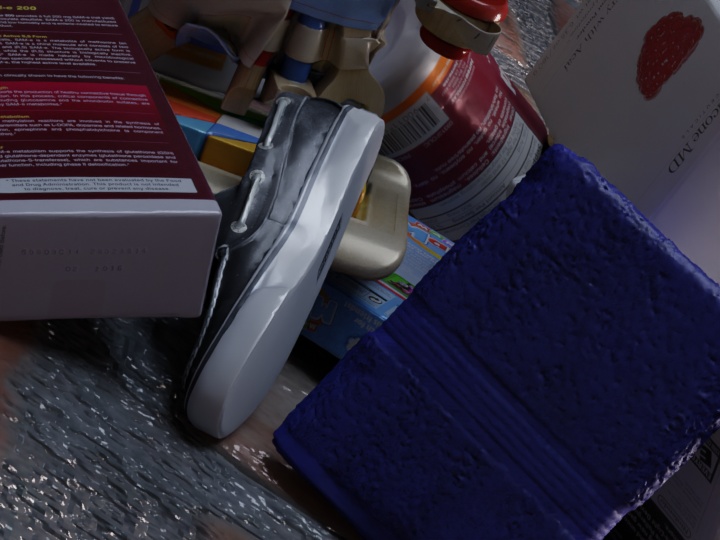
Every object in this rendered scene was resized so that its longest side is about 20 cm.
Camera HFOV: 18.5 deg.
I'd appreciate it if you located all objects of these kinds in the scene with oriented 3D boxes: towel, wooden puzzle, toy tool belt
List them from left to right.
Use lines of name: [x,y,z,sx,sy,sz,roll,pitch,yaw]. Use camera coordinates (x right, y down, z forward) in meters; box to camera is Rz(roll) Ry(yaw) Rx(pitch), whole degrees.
wooden puzzle: [-0.059,-0.062,1.195,0.184,0.037,0.200,20,15,-2]
toy tool belt: [-0.031,-0.136,1.229,0.199,0.123,0.125,21,27,-14]
towel: [0.076,0.059,1.019,0.148,0.200,0.050,45,6,10]

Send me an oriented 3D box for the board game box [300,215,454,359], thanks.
board game box: [0.000,0.000,1.229,0.151,0.037,0.200,32,18,11]

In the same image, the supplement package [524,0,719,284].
supplement package: [0.184,-0.073,1.140,0.119,0.121,0.200,28,22,-25]

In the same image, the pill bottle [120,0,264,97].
pill bottle: [-0.076,-0.214,1.319,0.112,0.201,0.112,18,12,-4]

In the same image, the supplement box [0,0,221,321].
supplement box: [-0.145,-0.058,1.029,0.108,0.061,0.200,0,36,-22]

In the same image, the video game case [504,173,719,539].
video game case: [0.120,0.080,1.114,0.023,0.182,0.200,-19,52,-27]

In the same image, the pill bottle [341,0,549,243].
pill bottle: [0.049,-0.083,1.365,0.200,0.114,0.114,47,9,-42]

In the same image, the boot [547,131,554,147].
boot: [0.170,0.003,1.317,0.201,0.071,0.144,-107,170,-62]

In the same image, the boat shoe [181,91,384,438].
boat shoe: [-0.052,-0.009,1.055,0.067,0.072,0.201,20,56,7]
